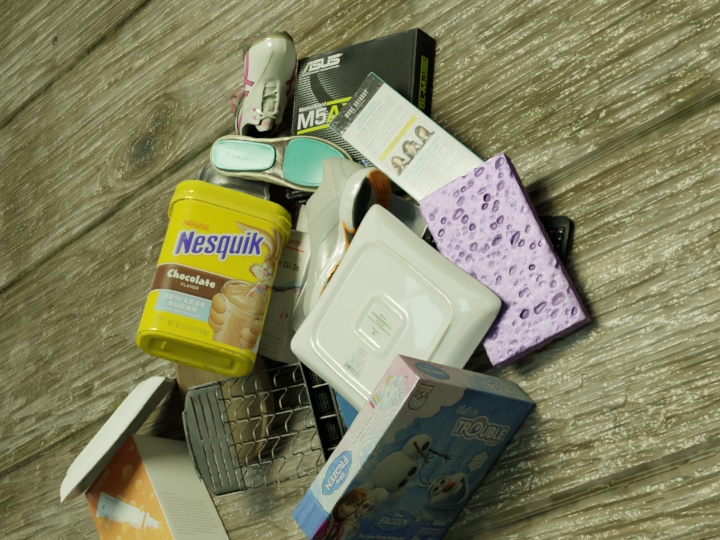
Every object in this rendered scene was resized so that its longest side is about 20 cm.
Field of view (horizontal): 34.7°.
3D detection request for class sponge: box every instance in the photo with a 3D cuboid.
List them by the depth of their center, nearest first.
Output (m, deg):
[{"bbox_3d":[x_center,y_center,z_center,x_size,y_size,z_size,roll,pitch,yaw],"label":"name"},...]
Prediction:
[{"bbox_3d":[0.148,-0.011,1.212,0.111,0.030,0.201,-31,71,21],"label":"sponge"}]

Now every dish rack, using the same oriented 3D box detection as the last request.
[{"bbox_3d":[-0.114,0.188,1.357,0.198,0.055,0.155,-14,91,11],"label":"dish rack"}]

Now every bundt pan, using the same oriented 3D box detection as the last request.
[{"bbox_3d":[-0.193,-0.061,1.525,0.202,0.075,0.203,-50,31,45],"label":"bundt pan"}]

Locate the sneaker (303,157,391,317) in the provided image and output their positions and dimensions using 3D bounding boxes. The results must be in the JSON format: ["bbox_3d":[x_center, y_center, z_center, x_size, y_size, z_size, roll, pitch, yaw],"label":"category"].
[{"bbox_3d":[-0.032,-0.037,1.346,0.092,0.075,0.201,33,111,39],"label":"sneaker"}]

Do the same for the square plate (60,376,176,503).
[{"bbox_3d":[-0.318,0.212,1.513,0.028,0.200,0.198,40,83,0],"label":"square plate"}]

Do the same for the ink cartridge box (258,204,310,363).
[{"bbox_3d":[-0.088,0.010,1.455,0.116,0.067,0.202,15,88,46],"label":"ink cartridge box"}]

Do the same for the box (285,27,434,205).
[{"bbox_3d":[-0.002,-0.189,1.445,0.199,0.047,0.195,-5,76,39],"label":"box"}]

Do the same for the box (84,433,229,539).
[{"bbox_3d":[-0.263,0.332,1.501,0.125,0.097,0.200,-50,48,20],"label":"box"}]

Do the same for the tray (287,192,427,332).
[{"bbox_3d":[0.000,0.000,1.379,0.107,0.022,0.201,26,96,10],"label":"tray"}]

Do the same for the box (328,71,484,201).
[{"bbox_3d":[0.061,-0.136,1.323,0.200,0.049,0.082,43,96,26],"label":"box"}]

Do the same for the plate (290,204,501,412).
[{"bbox_3d":[0.026,0.060,1.242,0.199,0.032,0.201,39,106,29],"label":"plate"}]

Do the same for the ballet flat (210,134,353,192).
[{"bbox_3d":[-0.090,-0.132,1.426,0.199,0.069,0.070,13,86,22],"label":"ballet flat"}]

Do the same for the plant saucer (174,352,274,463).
[{"bbox_3d":[-0.172,0.146,1.468,0.199,0.029,0.202,22,121,43],"label":"plant saucer"}]

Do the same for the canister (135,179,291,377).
[{"bbox_3d":[-0.171,0.011,1.353,0.087,0.147,0.201,121,163,-60],"label":"canister"}]

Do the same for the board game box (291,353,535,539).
[{"bbox_3d":[0.057,0.189,1.163,0.043,0.199,0.200,44,108,40],"label":"board game box"}]

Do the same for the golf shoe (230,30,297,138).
[{"bbox_3d":[-0.121,-0.234,1.528,0.200,0.072,0.093,116,143,-57],"label":"golf shoe"}]

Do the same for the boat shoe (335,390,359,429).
[{"bbox_3d":[0.020,0.157,1.308,0.084,0.068,0.202,-32,60,45],"label":"boat shoe"}]

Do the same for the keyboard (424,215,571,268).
[{"bbox_3d":[0.135,-0.012,1.266,0.199,0.039,0.105,-1,76,45],"label":"keyboard"}]
